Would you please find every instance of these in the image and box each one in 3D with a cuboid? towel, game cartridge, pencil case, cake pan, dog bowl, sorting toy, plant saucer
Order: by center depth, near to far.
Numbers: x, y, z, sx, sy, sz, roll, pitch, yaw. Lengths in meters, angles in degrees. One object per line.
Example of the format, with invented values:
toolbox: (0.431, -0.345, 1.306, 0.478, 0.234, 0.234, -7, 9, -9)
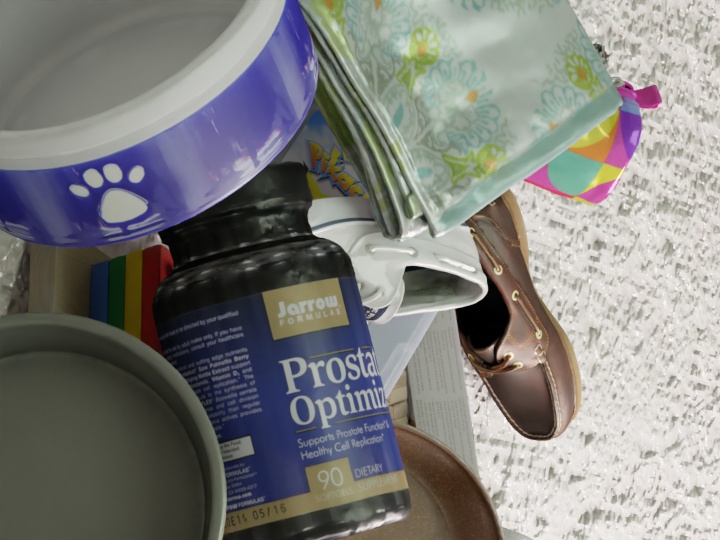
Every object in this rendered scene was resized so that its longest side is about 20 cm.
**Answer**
cake pan: (-0.167, 0.122, 1.401, 0.037, 0.200, 0.200, 78, 25, -73)
dog bowl: (-0.126, -0.106, 1.416, 0.200, 0.200, 0.079, -58, 138, -35)
sorting toy: (-0.102, 0.095, 1.529, 0.200, 0.070, 0.199, 40, 42, -50)
towel: (0.052, -0.128, 1.591, 0.200, 0.048, 0.171, -35, 101, -37)
game cartridge: (-0.027, -0.028, 1.651, 0.200, 0.040, 0.133, 46, 49, -20)
plant saucer: (-0.010, 0.186, 1.680, 0.200, 0.037, 0.200, -2, 97, -14)
pencil case: (0.081, -0.110, 1.693, 0.200, 0.088, 0.088, 18, 75, -19)

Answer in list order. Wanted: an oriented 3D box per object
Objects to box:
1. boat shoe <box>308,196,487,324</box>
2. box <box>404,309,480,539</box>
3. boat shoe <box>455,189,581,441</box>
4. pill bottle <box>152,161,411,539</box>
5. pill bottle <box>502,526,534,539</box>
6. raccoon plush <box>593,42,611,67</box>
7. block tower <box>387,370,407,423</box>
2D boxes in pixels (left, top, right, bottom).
boat shoe: (0.000, 0.000, 1.581, 0.200, 0.074, 0.065, -9, 60, -42)
box: (0.047, 0.094, 1.763, 0.041, 0.039, 0.200, -4, 73, -17)
boat shoe: (0.093, 0.036, 1.864, 0.070, 0.070, 0.200, -50, 123, -51)
pill bottle: (-0.048, 0.049, 1.456, 0.112, 0.112, 0.200, -8, 83, -55)
pill bottle: (0.064, 0.272, 1.803, 0.111, 0.111, 0.200, 45, 57, -48)
raccoon plush: (0.070, -0.121, 1.757, 0.200, 0.134, 0.097, 2, 92, -56)
block tower: (-0.006, 0.085, 1.735, 0.054, 0.058, 0.200, -13, 105, -54)
